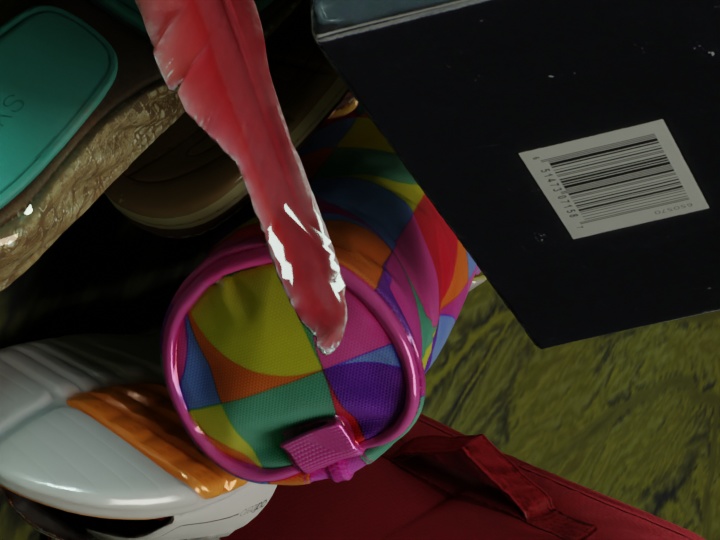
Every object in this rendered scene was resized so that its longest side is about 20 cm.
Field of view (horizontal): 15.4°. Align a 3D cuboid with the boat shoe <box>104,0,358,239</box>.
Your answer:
[{"bbox_3d":[-0.014,-0.076,0.854,0.201,0.072,0.072,-60,153,-32],"label":"boat shoe"}]

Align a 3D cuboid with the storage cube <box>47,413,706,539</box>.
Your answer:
[{"bbox_3d":[-0.004,0.165,0.935,0.179,0.170,0.201,-23,129,-55],"label":"storage cube"}]

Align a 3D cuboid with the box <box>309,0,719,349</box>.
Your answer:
[{"bbox_3d":[0.061,-0.106,0.734,0.200,0.103,0.183,50,32,-59],"label":"box"}]

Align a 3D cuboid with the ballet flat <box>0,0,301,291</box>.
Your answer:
[{"bbox_3d":[-0.079,-0.058,0.762,0.200,0.070,0.065,-44,171,-38],"label":"ballet flat"}]

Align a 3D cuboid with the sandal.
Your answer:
[{"bbox_3d":[-0.057,0.060,0.854,0.206,0.079,0.059,-11,133,-57],"label":"sandal"}]

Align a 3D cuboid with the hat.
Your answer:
[{"bbox_3d":[-0.026,-0.125,0.662,0.165,0.175,0.201,-32,136,-51],"label":"hat"}]

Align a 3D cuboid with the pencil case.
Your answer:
[{"bbox_3d":[0.000,0.000,0.859,0.200,0.088,0.089,-52,154,-66],"label":"pencil case"}]
